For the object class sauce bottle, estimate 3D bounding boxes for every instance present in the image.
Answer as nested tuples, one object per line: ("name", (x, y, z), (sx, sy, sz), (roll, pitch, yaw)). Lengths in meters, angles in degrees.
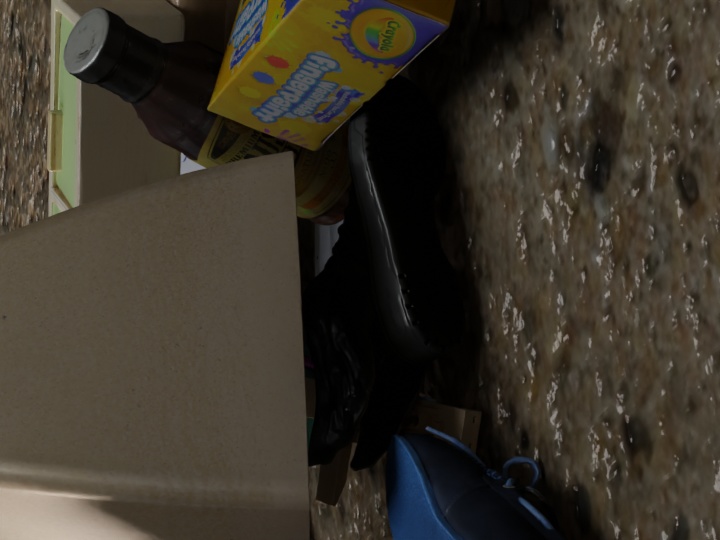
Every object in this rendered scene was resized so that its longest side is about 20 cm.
("sauce bottle", (-0.080, -0.088, 1.302), (0.066, 0.200, 0.066), (-26, 53, 39))

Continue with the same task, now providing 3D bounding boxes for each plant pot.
("plant pot", (-0.118, 0.070, 1.248), (0.200, 0.176, 0.201), (91, 176, -65))

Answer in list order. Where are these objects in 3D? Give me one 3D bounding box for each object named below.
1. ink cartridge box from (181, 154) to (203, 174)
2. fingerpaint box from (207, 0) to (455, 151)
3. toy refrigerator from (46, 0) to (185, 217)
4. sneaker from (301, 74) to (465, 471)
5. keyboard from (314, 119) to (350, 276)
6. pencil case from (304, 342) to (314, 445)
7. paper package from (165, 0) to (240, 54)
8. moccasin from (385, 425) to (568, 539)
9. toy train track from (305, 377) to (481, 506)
("ink cartridge box", (-0.141, 0.004, 1.499), (0.196, 0.043, 0.201), (-22, 40, 49))
("fingerpaint box", (-0.003, -0.177, 1.204), (0.200, 0.073, 0.168), (144, 144, -65))
("toy refrigerator", (-0.150, -0.061, 1.360), (0.076, 0.070, 0.201), (-138, 47, -61))
("sneaker", (0.002, 0.000, 1.246), (0.104, 0.060, 0.201), (-33, 58, 45))
("keyboard", (-0.014, -0.077, 1.397), (0.056, 0.011, 0.201), (1, 91, 64))
("pencil case", (-0.082, 0.066, 1.469), (0.093, 0.085, 0.200), (-69, 24, 8))
("paper package", (-0.086, -0.197, 1.430), (0.200, 0.103, 0.192), (-148, 60, -70))
("moccasin", (0.067, 0.140, 1.112), (0.200, 0.068, 0.081), (-127, 34, -59))
("toy train track", (0.020, 0.081, 1.283), (0.200, 0.032, 0.115), (6, 87, 63))
